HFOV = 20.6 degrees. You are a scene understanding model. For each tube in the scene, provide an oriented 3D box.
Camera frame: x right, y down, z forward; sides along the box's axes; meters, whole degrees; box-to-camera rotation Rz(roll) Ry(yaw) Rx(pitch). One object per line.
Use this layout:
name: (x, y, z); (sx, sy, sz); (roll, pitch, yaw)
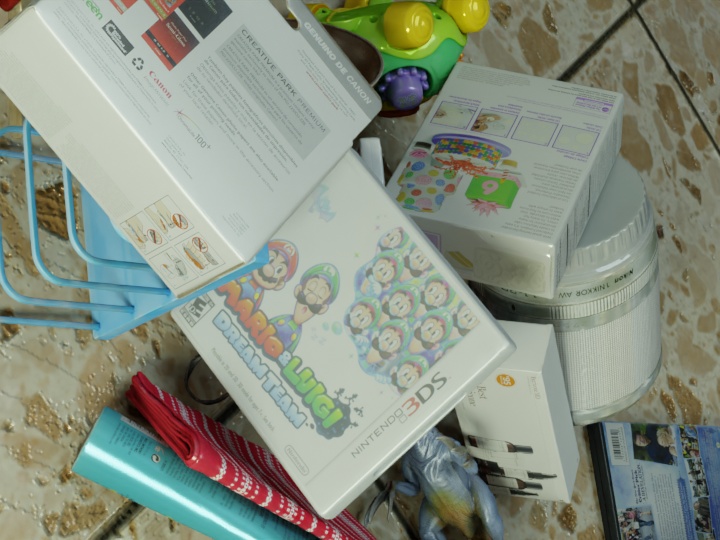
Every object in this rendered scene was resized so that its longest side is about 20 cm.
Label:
tube: (-0.104, 0.163, 1.391); (0.199, 0.051, 0.077); (28, 20, -5)

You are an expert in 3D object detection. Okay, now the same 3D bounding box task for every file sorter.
file sorter: (-0.175, -0.049, 1.356); (0.122, 0.200, 0.140); (7, 69, -39)

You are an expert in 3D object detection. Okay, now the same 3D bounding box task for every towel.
towel: (-0.072, 0.146, 1.434); (0.200, 0.145, 0.023); (33, 92, -32)

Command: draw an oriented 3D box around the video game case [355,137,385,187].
video game case: (0.000, 0.000, 1.527); (0.017, 0.200, 0.144); (-3, 72, -8)

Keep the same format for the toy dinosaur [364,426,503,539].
toy dinosaur: (0.053, 0.169, 1.598); (0.200, 0.105, 0.182); (12, 58, -79)

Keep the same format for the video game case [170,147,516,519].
video game case: (-0.016, 0.042, 1.409); (0.200, 0.182, 0.024); (51, 10, 24)

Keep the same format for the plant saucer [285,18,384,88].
plant saucer: (-0.081, -0.143, 1.514); (0.200, 0.199, 0.032); (-35, 132, -46)

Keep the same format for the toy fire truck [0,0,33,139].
toy fire truck: (-0.289, -0.180, 1.367); (0.200, 0.129, 0.176); (47, 46, -8)

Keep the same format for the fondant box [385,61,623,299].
fondant box: (0.113, -0.076, 1.566); (0.200, 0.144, 0.058); (-60, 156, -44)

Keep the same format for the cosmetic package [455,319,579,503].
cosmetic package: (0.124, 0.115, 1.599); (0.200, 0.082, 0.051); (71, 27, -51)

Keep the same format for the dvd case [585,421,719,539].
dvd case: (0.288, 0.213, 1.842); (0.199, 0.018, 0.144); (7, 70, -44)

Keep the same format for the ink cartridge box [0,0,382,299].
ink cartridge box: (-0.108, -0.118, 1.248); (0.200, 0.084, 0.176); (51, 50, -12)

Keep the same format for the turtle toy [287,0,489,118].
turtle toy: (0.011, -0.174, 1.649); (0.200, 0.145, 0.102); (-22, 111, -46)

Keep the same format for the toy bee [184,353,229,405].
toy bee: (-0.077, -0.005, 1.516); (0.131, 0.200, 0.109); (39, 9, 21)

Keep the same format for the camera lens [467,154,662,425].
camera lens: (0.170, 0.016, 1.656); (0.160, 0.159, 0.201); (-55, 148, -42)
